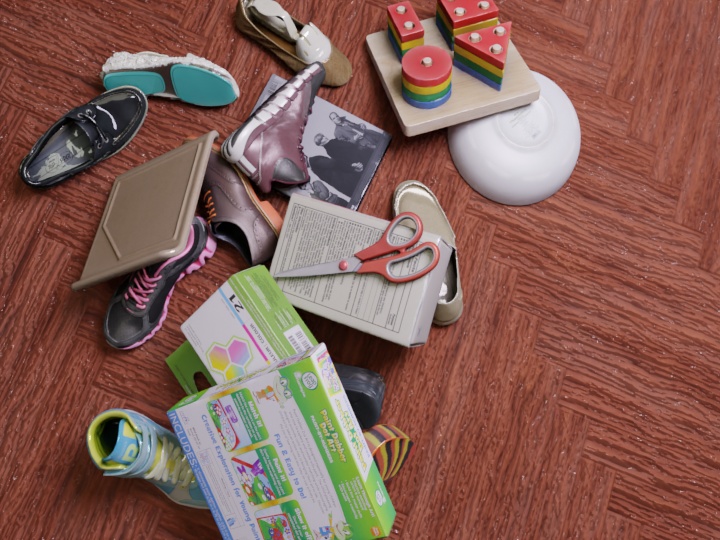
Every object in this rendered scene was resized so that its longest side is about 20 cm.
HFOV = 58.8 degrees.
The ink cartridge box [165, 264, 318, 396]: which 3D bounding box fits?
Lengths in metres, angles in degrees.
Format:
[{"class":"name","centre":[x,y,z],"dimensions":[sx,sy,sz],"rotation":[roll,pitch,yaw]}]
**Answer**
[{"class":"ink cartridge box","centre":[-0.152,0.118,0.753],"dimensions":[0.199,0.076,0.149],"rotation":[-40,84,21]}]

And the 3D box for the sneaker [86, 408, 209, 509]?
[{"class":"sneaker","centre":[-0.231,0.225,0.744],"dimensions":[0.194,0.131,0.082],"rotation":[22,74,2]}]

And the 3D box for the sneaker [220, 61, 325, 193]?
[{"class":"sneaker","centre":[-0.091,-0.182,0.865],"dimensions":[0.116,0.075,0.201],"rotation":[49,64,-19]}]

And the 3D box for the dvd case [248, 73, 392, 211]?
[{"class":"dvd case","centre":[-0.072,-0.169,0.900],"dimensions":[0.196,0.025,0.154],"rotation":[27,77,4]}]

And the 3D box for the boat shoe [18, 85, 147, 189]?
[{"class":"boat shoe","centre":[-0.369,-0.177,0.850],"dimensions":[0.196,0.066,0.076],"rotation":[-33,108,-8]}]

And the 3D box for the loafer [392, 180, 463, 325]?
[{"class":"loafer","centre":[0.096,-0.032,0.855],"dimensions":[0.073,0.068,0.206],"rotation":[-17,78,-7]}]

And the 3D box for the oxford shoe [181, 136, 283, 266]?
[{"class":"oxford shoe","centre":[-0.180,-0.093,0.842],"dimensions":[0.200,0.072,0.072],"rotation":[46,54,7]}]

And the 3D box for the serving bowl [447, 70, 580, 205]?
[{"class":"serving bowl","centre":[0.224,-0.200,0.905],"dimensions":[0.193,0.066,0.208],"rotation":[1,77,-4]}]

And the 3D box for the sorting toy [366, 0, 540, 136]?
[{"class":"sorting toy","centre":[0.123,-0.303,0.883],"dimensions":[0.194,0.070,0.203],"rotation":[-16,57,-5]}]

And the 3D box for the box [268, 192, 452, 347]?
[{"class":"box","centre":[0.000,0.000,0.786],"dimensions":[0.194,0.109,0.132],"rotation":[18,90,17]}]

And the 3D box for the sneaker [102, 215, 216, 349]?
[{"class":"sneaker","centre":[-0.264,0.006,0.813],"dimensions":[0.078,0.096,0.203],"rotation":[32,78,3]}]

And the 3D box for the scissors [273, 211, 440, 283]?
[{"class":"scissors","centre":[-0.006,-0.001,0.723],"dimensions":[0.195,0.014,0.075],"rotation":[-23,81,12]}]

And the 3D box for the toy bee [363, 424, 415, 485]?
[{"class":"toy bee","centre":[-0.017,0.262,0.750],"dimensions":[0.128,0.109,0.204],"rotation":[-2,53,40]}]

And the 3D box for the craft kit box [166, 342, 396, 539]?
[{"class":"craft kit box","centre":[-0.086,0.206,0.684],"dimensions":[0.193,0.048,0.205],"rotation":[-21,96,23]}]

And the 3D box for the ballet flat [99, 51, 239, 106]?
[{"class":"ballet flat","centre":[-0.265,-0.279,0.896],"dimensions":[0.193,0.072,0.074],"rotation":[5,76,-2]}]

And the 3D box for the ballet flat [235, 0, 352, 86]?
[{"class":"ballet flat","centre":[-0.098,-0.337,0.914],"dimensions":[0.197,0.072,0.069],"rotation":[36,76,5]}]

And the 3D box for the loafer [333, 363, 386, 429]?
[{"class":"loafer","centre":[-0.062,0.148,0.811],"dimensions":[0.193,0.072,0.075],"rotation":[11,114,12]}]

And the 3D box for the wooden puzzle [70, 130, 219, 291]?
[{"class":"wooden puzzle","centre":[-0.260,-0.071,0.791],"dimensions":[0.180,0.037,0.205],"rotation":[-15,48,29]}]
